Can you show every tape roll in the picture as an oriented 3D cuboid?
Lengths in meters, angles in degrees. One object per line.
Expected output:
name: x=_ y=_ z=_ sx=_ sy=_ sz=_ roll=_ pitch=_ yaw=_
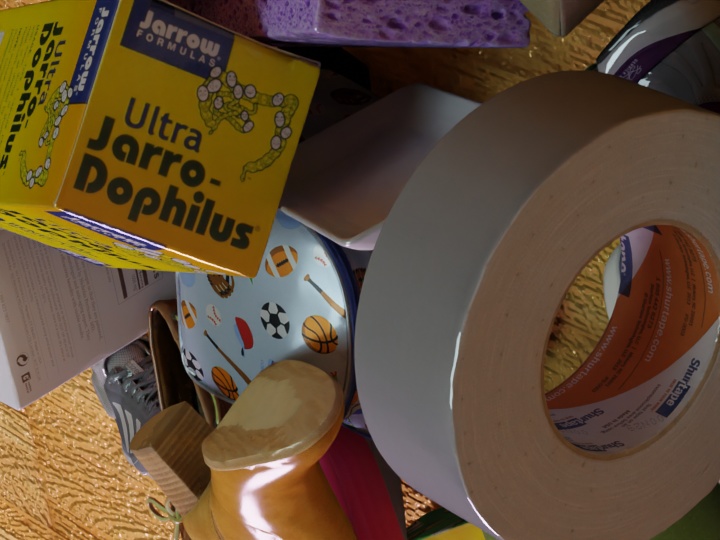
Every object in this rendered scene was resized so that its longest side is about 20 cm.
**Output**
tape roll: x=0.095 y=0.020 z=1.036 sx=0.066 sy=0.200 sz=0.201 roll=28 pitch=137 yaw=47

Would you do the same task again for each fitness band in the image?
fitness band: x=-0.024 y=0.172 z=1.386 sx=0.144 sy=0.037 sz=0.200 roll=-54 pitch=48 yaw=46

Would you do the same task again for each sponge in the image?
sponge: x=-0.011 y=-0.123 z=1.190 sx=0.200 sy=0.111 sz=0.030 roll=-169 pitch=79 yaw=-64

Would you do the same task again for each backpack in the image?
backpack: x=0.000 y=0.000 z=1.290 sx=0.190 sy=0.154 sz=0.200 roll=19 pitch=129 yaw=30

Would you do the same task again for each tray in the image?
tray: x=0.014 y=-0.046 z=1.144 sx=0.022 sy=0.107 sz=0.200 roll=63 pitch=170 yaw=-17

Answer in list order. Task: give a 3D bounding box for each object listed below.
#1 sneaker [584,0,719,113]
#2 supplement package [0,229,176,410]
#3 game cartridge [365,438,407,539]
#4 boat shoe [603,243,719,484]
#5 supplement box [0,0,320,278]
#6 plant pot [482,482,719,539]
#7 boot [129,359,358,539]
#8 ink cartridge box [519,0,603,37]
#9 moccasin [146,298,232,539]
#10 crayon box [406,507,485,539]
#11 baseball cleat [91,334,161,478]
sneaker: x=0.113 y=-0.042 z=1.134 sx=0.088 sy=0.074 sz=0.200 roll=45 pitch=126 yaw=2
supplement package: x=-0.165 y=-0.026 z=1.423 sx=0.114 sy=0.200 sz=0.110 roll=20 pitch=132 yaw=42
game cartridge: x=-0.022 y=0.131 z=1.451 sx=0.133 sy=0.041 sz=0.200 roll=-25 pitch=70 yaw=53
boat shoe: x=0.189 y=0.047 z=1.126 sx=0.200 sy=0.075 sz=0.093 roll=60 pitch=144 yaw=22
supplement box: x=-0.122 y=-0.065 z=1.201 sx=0.200 sy=0.109 sz=0.110 roll=3 pitch=75 yaw=63
plant pot: x=0.146 y=0.148 z=1.204 sx=0.190 sy=0.200 sz=0.200 roll=63 pitch=149 yaw=16
boot: x=-0.025 y=0.122 z=1.247 sx=0.144 sy=0.071 sz=0.201 roll=47 pitch=152 yaw=-16
ink cartridge box: x=0.045 y=-0.219 z=1.060 sx=0.200 sy=0.075 sz=0.165 roll=46 pitch=171 yaw=16
moccasin: x=-0.087 y=0.113 z=1.383 sx=0.074 sy=0.078 sz=0.202 roll=-15 pitch=77 yaw=56
crayon box: x=0.097 y=0.181 z=1.383 sx=0.119 sy=0.058 sz=0.200 roll=59 pitch=147 yaw=-1
baseball cleat: x=-0.137 y=0.080 z=1.560 sx=0.107 sy=0.070 sz=0.200 roll=60 pitch=161 yaw=-1
